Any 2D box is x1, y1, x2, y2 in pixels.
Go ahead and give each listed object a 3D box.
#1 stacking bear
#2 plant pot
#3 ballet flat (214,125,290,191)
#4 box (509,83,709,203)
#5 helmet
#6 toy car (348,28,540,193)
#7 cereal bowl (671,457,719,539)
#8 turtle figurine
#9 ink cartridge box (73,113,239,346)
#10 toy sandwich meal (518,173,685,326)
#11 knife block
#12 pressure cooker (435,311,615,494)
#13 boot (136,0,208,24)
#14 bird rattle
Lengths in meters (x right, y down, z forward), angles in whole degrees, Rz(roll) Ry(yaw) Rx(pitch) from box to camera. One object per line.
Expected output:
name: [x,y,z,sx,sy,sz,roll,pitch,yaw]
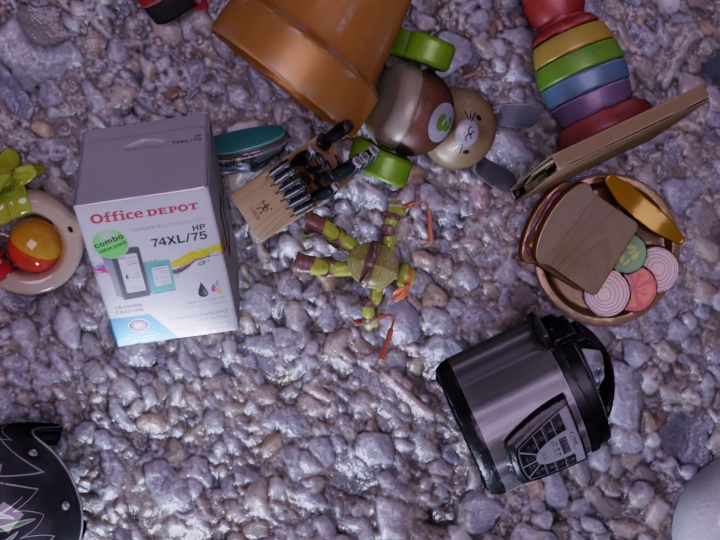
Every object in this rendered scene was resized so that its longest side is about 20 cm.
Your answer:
stacking bear: [0.249,-0.254,1.284,0.120,0.114,0.203,-22,89,16]
plant pot: [-0.035,-0.282,1.224,0.199,0.200,0.184,36,92,-6]
ballet flat: [-0.177,-0.124,1.310,0.197,0.074,0.076,-9,97,1]
box: [0.278,-0.141,1.250,0.198,0.164,0.022,-26,85,-12]
helmet: [-0.411,0.273,1.276,0.196,0.191,0.204,0,97,-2]
toy car: [0.110,-0.166,1.276,0.197,0.158,0.166,18,100,-16]
cereal bowl: [0.496,0.333,1.375,0.197,0.083,0.204,0,96,-2]
turtle figurine: [0.000,0.000,1.324,0.159,0.064,0.203,16,96,-4]
ink cartridge box: [-0.222,-0.045,1.229,0.144,0.147,0.202,-8,130,-1]
toy sandwich meal: [0.297,-0.027,1.329,0.202,0.070,0.209,0,97,-2]
knife block: [-0.050,-0.111,1.226,0.174,0.200,0.064,-31,97,16]
pressure cooker: [0.205,0.147,1.295,0.198,0.176,0.181,-24,81,0]
boot: [-0.197,-0.380,1.248,0.200,0.073,0.144,-41,127,16]
bird rattle: [-0.409,-0.031,1.292,0.161,0.113,0.202,21,99,-21]
